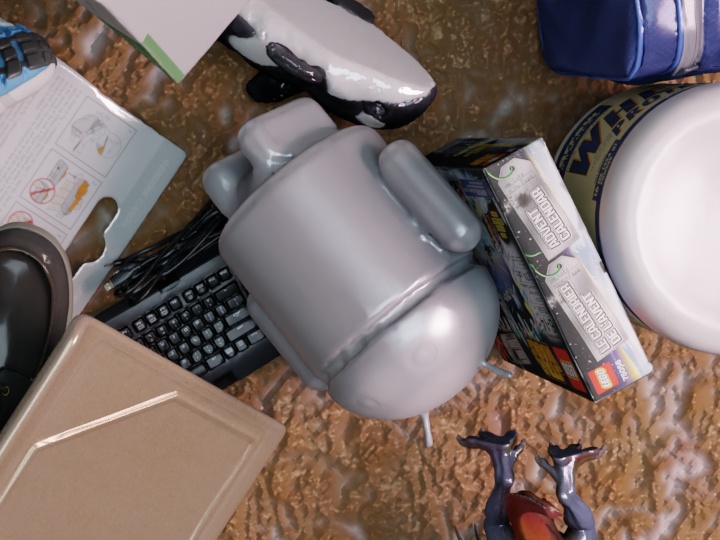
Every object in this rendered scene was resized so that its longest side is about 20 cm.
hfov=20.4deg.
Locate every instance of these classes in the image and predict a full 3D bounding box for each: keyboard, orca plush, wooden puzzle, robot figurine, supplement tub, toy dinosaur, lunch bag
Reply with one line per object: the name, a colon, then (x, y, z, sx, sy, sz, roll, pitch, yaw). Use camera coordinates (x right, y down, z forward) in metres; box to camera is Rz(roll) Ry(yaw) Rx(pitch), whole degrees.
keyboard: (-0.102, 0.026, 1.176, 0.199, 0.040, 0.104, -32, 99, -7)
orca plush: (-0.058, -0.124, 1.161, 0.199, 0.105, 0.071, 20, 123, -12)
wooden puzzle: (-0.150, 0.132, 1.135, 0.185, 0.037, 0.200, -57, 139, -1)
robot figurine: (0.000, 0.000, 1.117, 0.113, 0.170, 0.200, -30, 79, -45)
supplement tub: (0.185, -0.034, 1.133, 0.144, 0.200, 0.146, -1, 95, -8)
toy dinosaur: (0.092, 0.185, 1.168, 0.104, 0.200, 0.183, 3, 103, 19)
lunch bag: (0.165, -0.173, 1.119, 0.132, 0.200, 0.137, -10, 96, -9)

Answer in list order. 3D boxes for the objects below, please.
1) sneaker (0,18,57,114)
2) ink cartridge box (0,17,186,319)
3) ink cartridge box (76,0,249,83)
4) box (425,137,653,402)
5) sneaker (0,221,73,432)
sneaker: (-0.257, -0.070, 1.097, 0.199, 0.075, 0.087, -25, 135, -16)
ink cartridge box: (-0.226, -0.061, 1.164, 0.200, 0.047, 0.160, 35, 89, -25)
ink cartridge box: (-0.160, -0.207, 1.068, 0.200, 0.145, 0.088, 41, 89, 15)
box: (0.090, -0.006, 1.122, 0.040, 0.200, 0.137, -28, 97, -7)
sneaker: (-0.218, 0.075, 1.113, 0.074, 0.106, 0.201, 23, 105, -6)
